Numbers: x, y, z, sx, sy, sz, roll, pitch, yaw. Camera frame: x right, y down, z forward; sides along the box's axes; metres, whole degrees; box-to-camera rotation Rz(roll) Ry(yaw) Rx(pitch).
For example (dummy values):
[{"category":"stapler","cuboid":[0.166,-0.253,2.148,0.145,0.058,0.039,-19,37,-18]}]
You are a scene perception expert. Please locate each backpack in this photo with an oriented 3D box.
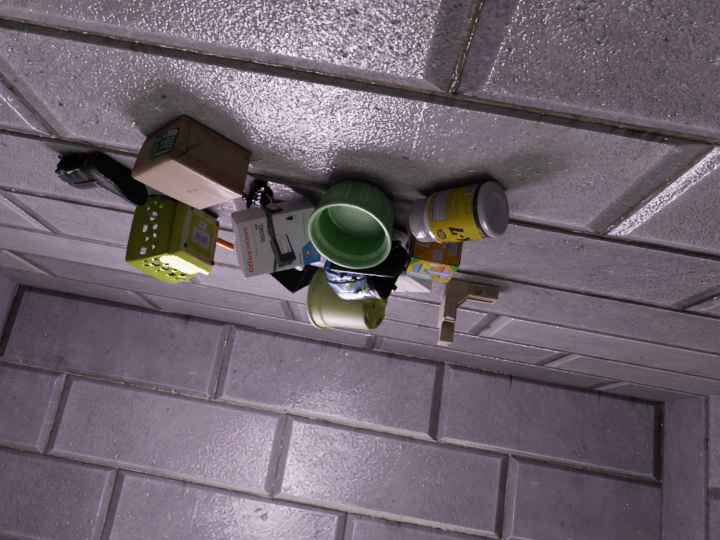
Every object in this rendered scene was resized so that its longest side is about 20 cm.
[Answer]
[{"category":"backpack","cuboid":[0.000,0.000,1.535,0.153,0.165,0.199,40,148,-19]}]

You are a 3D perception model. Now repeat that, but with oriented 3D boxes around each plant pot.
[{"category":"plant pot","cuboid":[-0.521,-0.089,1.700,0.177,0.204,0.200,-4,159,24]},{"category":"plant pot","cuboid":[-0.026,0.089,1.726,0.181,0.205,0.200,12,167,33]}]

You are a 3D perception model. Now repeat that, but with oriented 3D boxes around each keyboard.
[{"category":"keyboard","cuboid":[0.028,-0.038,1.439,0.196,0.128,0.021,6,135,31]}]

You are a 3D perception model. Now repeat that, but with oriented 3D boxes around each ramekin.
[{"category":"ramekin","cuboid":[-0.015,-0.109,1.368,0.195,0.099,0.203,10,138,9]}]

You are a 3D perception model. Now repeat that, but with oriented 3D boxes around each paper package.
[{"category":"paper package","cuboid":[-0.367,-0.226,1.298,0.197,0.106,0.189,-5,158,45]}]

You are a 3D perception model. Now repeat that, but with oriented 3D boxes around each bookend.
[{"category":"bookend","cuboid":[-0.208,-0.050,1.751,0.198,0.093,0.200,40,-159,9]}]

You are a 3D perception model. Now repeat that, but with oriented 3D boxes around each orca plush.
[{"category":"orca plush","cuboid":[-0.252,-0.156,1.516,0.103,0.073,0.199,16,163,-19]}]

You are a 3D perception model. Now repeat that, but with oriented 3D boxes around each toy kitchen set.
[{"category":"toy kitchen set","cuboid":[0.342,0.134,1.881,0.176,0.205,0.164,9,165,4]}]

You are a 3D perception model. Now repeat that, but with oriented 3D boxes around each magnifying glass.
[{"category":"magnifying glass","cuboid":[-0.494,-0.107,1.933,0.078,0.023,0.198,-5,156,42]}]

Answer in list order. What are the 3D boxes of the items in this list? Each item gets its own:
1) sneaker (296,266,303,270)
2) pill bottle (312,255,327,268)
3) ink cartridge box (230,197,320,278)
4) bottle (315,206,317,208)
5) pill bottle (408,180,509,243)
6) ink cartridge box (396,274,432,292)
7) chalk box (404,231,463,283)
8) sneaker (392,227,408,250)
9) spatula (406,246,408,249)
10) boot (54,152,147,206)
[{"category":"sneaker","cuboid":[-0.198,-0.089,1.600,0.199,0.100,0.078,38,171,24]},{"category":"pill bottle","cuboid":[-0.054,-0.053,1.661,0.196,0.117,0.114,16,163,-17]},{"category":"ink cartridge box","cuboid":[-0.206,-0.080,1.455,0.195,0.148,0.084,-13,-155,-17]},{"category":"bottle","cuboid":[-0.021,-0.124,1.487,0.195,0.067,0.084,8,163,9]},{"category":"pill bottle","cuboid":[0.208,-0.119,1.277,0.197,0.117,0.113,-5,158,44]},{"category":"ink cartridge box","cuboid":[0.106,0.005,1.805,0.196,0.086,0.144,-1,161,38]},{"category":"chalk box","cuboid":[0.183,-0.049,1.509,0.121,0.128,0.200,10,165,1]},{"category":"sneaker","cuboid":[0.089,-0.046,1.607,0.073,0.102,0.201,10,156,20]},{"category":"spatula","cuboid":[0.173,-0.058,1.663,0.197,0.021,0.056,3,163,40]},{"category":"boot","cuboid":[-0.667,-0.229,1.529,0.159,0.075,0.198,-2,153,29]}]
